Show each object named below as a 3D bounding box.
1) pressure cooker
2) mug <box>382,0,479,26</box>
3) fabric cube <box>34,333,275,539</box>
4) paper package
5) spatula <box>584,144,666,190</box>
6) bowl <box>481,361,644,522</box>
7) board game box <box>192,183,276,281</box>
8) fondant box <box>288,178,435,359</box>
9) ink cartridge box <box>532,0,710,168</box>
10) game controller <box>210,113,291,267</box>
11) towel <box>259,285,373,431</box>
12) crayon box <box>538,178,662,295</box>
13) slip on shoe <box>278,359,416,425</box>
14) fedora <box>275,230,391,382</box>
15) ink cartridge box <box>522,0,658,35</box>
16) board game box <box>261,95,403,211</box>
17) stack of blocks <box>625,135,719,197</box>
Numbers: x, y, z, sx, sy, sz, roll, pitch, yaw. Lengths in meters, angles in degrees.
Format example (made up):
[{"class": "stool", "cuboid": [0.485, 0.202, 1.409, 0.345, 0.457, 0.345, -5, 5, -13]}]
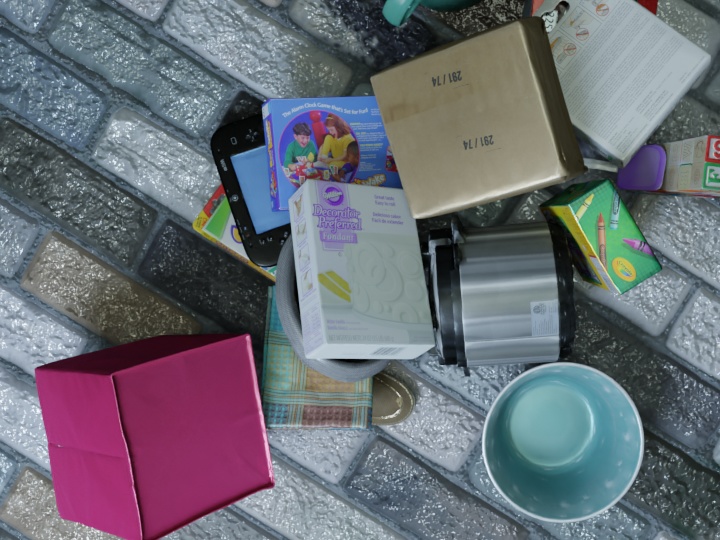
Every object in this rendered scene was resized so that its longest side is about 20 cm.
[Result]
[{"class": "pressure cooker", "cuboid": [0.156, 0.029, 1.040, 0.198, 0.179, 0.178, -5, 70, 6]}, {"class": "mug", "cuboid": [0.111, -0.398, 1.050, 0.150, 0.114, 0.187, 7, 94, 2]}, {"class": "fabric cube", "cuboid": [-0.250, 0.193, 1.028, 0.198, 0.195, 0.202, -4, 96, 45]}, {"class": "paper package", "cuboid": [0.139, -0.176, 0.991, 0.198, 0.103, 0.193, -15, 95, 31]}, {"class": "spatula", "cuboid": [0.285, -0.133, 1.055, 0.199, 0.020, 0.057, 10, 86, 37]}, {"class": "bowl", "cuboid": [0.251, 0.209, 1.089, 0.198, 0.105, 0.203, 0, 94, 2]}, {"class": "board game box", "cuboid": [-0.116, -0.044, 1.113, 0.199, 0.030, 0.096, 32, 70, 2]}, {"class": "fondant box", "cuboid": [0.000, 0.000, 0.986, 0.143, 0.058, 0.202, 3, 67, -28]}, {"class": "ink cartridge box", "cuboid": [0.288, -0.247, 1.012, 0.200, 0.050, 0.161, 41, 94, 16]}, {"class": "game controller", "cuboid": [-0.122, -0.105, 1.092, 0.103, 0.042, 0.202, -17, 78, -16]}, {"class": "towel", "cuboid": [-0.054, 0.107, 1.086, 0.145, 0.022, 0.202, 0, 60, 3]}, {"class": "crayon box", "cuboid": [0.284, -0.044, 1.022, 0.058, 0.200, 0.119, -31, 92, 5]}, {"class": "slip on shoe", "cuboid": [-0.022, 0.155, 1.120, 0.198, 0.061, 0.077, 24, 95, 1]}, {"class": "fedora", "cuboid": [-0.035, 0.045, 1.038, 0.175, 0.090, 0.202, -7, 73, -31]}, {"class": "ink cartridge box", "cuboid": [0.291, -0.284, 1.064, 0.174, 0.084, 0.202, 7, 94, 2]}, {"class": "board game box", "cuboid": [-0.019, -0.150, 1.070, 0.198, 0.045, 0.136, -5, 91, -19]}, {"class": "stack of blocks", "cuboid": [0.415, -0.119, 1.008, 0.114, 0.200, 0.059, 5, 94, -7]}]
